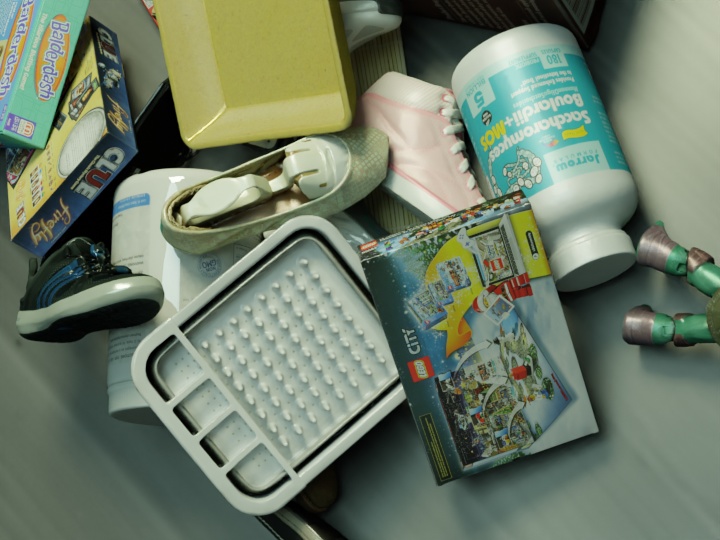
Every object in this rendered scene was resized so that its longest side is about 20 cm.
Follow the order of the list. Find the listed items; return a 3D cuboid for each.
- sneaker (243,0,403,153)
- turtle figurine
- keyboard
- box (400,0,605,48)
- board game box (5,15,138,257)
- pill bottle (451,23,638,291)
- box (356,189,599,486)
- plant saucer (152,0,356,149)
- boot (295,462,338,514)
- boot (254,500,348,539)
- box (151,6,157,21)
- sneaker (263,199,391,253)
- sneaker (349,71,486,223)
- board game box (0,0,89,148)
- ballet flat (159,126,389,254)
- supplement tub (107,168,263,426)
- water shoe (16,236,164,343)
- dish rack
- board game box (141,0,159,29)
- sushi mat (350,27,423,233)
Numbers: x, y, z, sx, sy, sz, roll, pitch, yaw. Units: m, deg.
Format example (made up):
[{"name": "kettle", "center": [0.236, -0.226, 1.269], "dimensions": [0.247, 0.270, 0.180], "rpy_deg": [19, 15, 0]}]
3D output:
[{"name": "sneaker", "center": [-0.042, -0.161, 1.455], "dimensions": [0.199, 0.076, 0.116], "rpy_deg": [-16, 81, 28]}, {"name": "turtle figurine", "center": [0.302, 0.034, 1.276], "dimensions": [0.199, 0.101, 0.151], "rpy_deg": [16, 84, 29]}, {"name": "keyboard", "center": [-0.210, -0.081, 1.490], "dimensions": [0.040, 0.104, 0.200], "rpy_deg": [38, 94, 27]}, {"name": "box", "center": [0.104, -0.301, 1.386], "dimensions": [0.199, 0.166, 0.165], "rpy_deg": [15, 84, 22]}, {"name": "board game box", "center": [-0.260, -0.121, 1.486], "dimensions": [0.135, 0.035, 0.201], "rpy_deg": [-44, 34, 20]}, {"name": "pill bottle", "center": [0.154, -0.088, 1.348], "dimensions": [0.110, 0.111, 0.201], "rpy_deg": [-25, 70, 14]}, {"name": "box", "center": [0.092, 0.054, 1.302], "dimensions": [0.136, 0.038, 0.201], "rpy_deg": [-18, 110, 2]}, {"name": "plant saucer", "center": [-0.083, -0.208, 1.375], "dimensions": [0.199, 0.048, 0.201], "rpy_deg": [-3, 102, 43]}, {"name": "boot", "center": [-0.039, 0.099, 1.380], "dimensions": [0.075, 0.074, 0.202], "rpy_deg": [-11, 92, 19]}, {"name": "boot", "center": [-0.048, 0.290, 1.361], "dimensions": [0.200, 0.073, 0.151], "rpy_deg": [41, 94, 18]}, {"name": "box", "center": [-0.083, -0.299, 1.482], "dimensions": [0.163, 0.021, 0.201], "rpy_deg": [10, 67, 40]}, {"name": "sneaker", "center": [0.000, 0.000, 1.409], "dimensions": [0.200, 0.070, 0.080], "rpy_deg": [47, 113, 15]}, {"name": "sneaker", "center": [0.071, -0.090, 1.394], "dimensions": [0.200, 0.075, 0.105], "rpy_deg": [39, 86, 17]}, {"name": "board game box", "center": [-0.324, -0.189, 1.535], "dimensions": [0.199, 0.045, 0.153], "rpy_deg": [8, 79, 56]}, {"name": "ballet flat", "center": [-0.066, -0.065, 1.340], "dimensions": [0.199, 0.062, 0.068], "rpy_deg": [-24, 74, -2]}, {"name": "supplement tub", "center": [-0.148, 0.025, 1.425], "dimensions": [0.131, 0.132, 0.202], "rpy_deg": [-4, 77, 20]}, {"name": "water shoe", "center": [-0.226, 0.009, 1.364], "dimensions": [0.199, 0.071, 0.080], "rpy_deg": [-14, 72, 51]}, {"name": "dish rack", "center": [-0.063, 0.073, 1.330], "dimensions": [0.200, 0.044, 0.172], "rpy_deg": [-40, 99, -6]}, {"name": "board game box", "center": [-0.106, -0.281, 1.541], "dimensions": [0.200, 0.019, 0.103], "rpy_deg": [-37, 69, 9]}, {"name": "sushi mat", "center": [0.004, -0.111, 1.463], "dimensions": [0.095, 0.012, 0.201], "rpy_deg": [-13, 74, 17]}]
